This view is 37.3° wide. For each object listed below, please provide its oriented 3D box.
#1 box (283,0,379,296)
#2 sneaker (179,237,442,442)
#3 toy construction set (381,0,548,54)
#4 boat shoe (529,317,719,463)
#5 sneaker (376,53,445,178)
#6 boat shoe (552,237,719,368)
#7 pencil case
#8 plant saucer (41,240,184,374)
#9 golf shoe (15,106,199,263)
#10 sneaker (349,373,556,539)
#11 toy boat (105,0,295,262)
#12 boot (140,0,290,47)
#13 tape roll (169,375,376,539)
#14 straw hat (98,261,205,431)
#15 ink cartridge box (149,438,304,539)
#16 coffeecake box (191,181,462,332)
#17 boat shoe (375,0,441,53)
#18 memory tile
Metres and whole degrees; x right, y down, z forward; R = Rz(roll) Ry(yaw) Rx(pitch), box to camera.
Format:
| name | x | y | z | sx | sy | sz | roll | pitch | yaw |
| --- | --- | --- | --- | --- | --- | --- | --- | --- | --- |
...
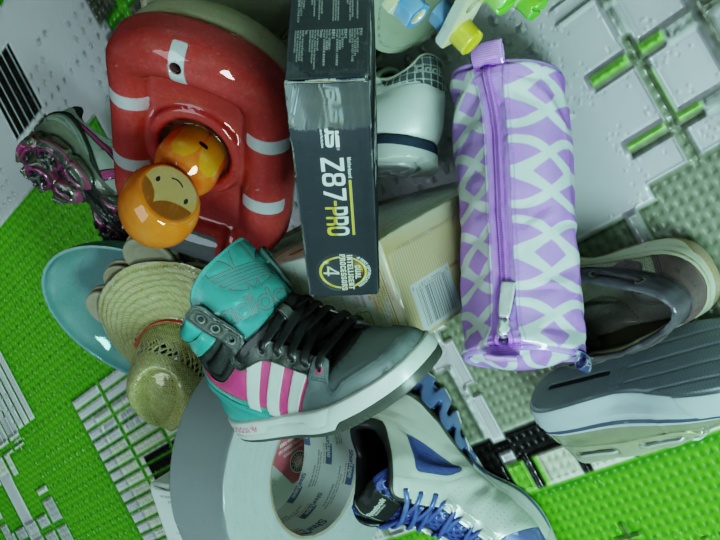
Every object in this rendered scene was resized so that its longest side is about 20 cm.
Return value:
| name | x | y | z | sx | sy | sz | roll | pitch | yaw |
| --- | --- | --- | --- | --- | --- | --- | --- | --- | --- |
| box | -0.014 | -0.113 | 0.624 | 0.048 | 0.202 | 0.163 | -2 | 139 | 3 |
| sneaker | -0.045 | 0.034 | 0.668 | 0.199 | 0.084 | 0.122 | -20 | 108 | 47 |
| toy construction set | 0.105 | -0.212 | 0.600 | 0.199 | 0.130 | 0.093 | -34 | 86 | 45 |
| boat shoe | 0.202 | 0.082 | 0.699 | 0.062 | 0.072 | 0.199 | 47 | 143 | -19 |
| sneaker | -0.011 | -0.114 | 0.804 | 0.198 | 0.076 | 0.082 | 5 | 88 | 46 |
| boat shoe | 0.143 | 0.030 | 0.720 | 0.198 | 0.064 | 0.073 | -17 | 97 | 45 |
| pencil case | 0.095 | -0.034 | 0.673 | 0.083 | 0.085 | 0.204 | -11 | 74 | 32 |
| plant saucer | -0.204 | 0.036 | 1.013 | 0.197 | 0.036 | 0.202 | 12 | 139 | 10 |
| golf shoe | -0.221 | -0.074 | 1.003 | 0.200 | 0.093 | 0.072 | 44 | 136 | -13 |
| sneaker | 0.054 | 0.182 | 0.833 | 0.200 | 0.115 | 0.081 | 51 | 135 | 12 |
| toy boat | -0.113 | -0.069 | 0.686 | 0.129 | 0.132 | 0.202 | 17 | 137 | 7 |
| boot | -0.070 | -0.222 | 0.692 | 0.202 | 0.152 | 0.073 | 105 | 156 | -46 |
| tape roll | -0.058 | 0.158 | 0.865 | 0.065 | 0.199 | 0.204 | 3 | 110 | 40 |
| straw hat | -0.162 | 0.091 | 0.934 | 0.198 | 0.086 | 0.203 | 12 | 139 | 11 |
| ink cartridge box | -0.090 | 0.258 | 0.977 | 0.084 | 0.145 | 0.203 | -5 | 105 | 41 |
| coffeecake box | 0.000 | 0.000 | 0.774 | 0.198 | 0.153 | 0.074 | -11 | 104 | 45 |
| boat shoe | 0.046 | -0.236 | 0.693 | 0.061 | 0.071 | 0.202 | 65 | 147 | 33 |
| memory tile | -0.142 | 0.048 | 0.958 | 0.199 | 0.017 | 0.153 | 33 | 139 | -12 |
